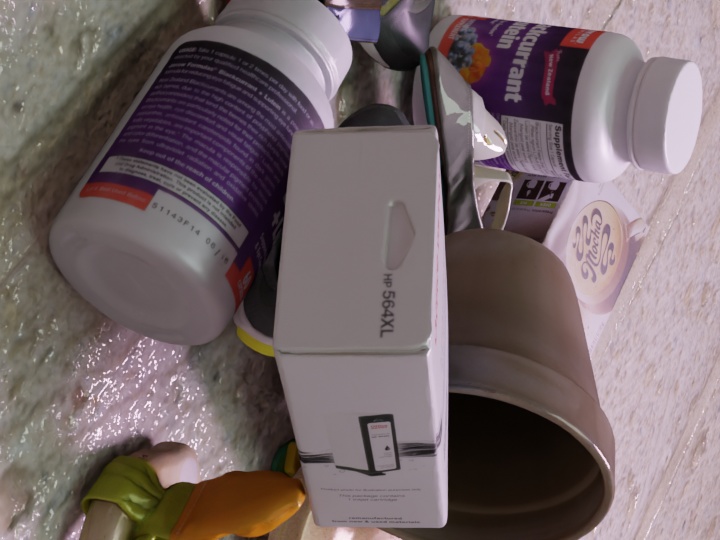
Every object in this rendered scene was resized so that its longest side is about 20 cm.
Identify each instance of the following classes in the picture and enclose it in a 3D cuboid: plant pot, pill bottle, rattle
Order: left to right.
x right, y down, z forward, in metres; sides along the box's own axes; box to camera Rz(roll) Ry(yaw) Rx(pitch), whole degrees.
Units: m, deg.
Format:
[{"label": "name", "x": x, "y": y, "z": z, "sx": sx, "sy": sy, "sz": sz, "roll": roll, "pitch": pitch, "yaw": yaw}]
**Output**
[{"label": "rattle", "x": -0.094, "y": 0.212, "z": 1.012, "sx": 0.130, "sy": 0.142, "sz": 0.202, "roll": -39, "pitch": 130, "yaw": -78}, {"label": "pill bottle", "x": -0.082, "y": -0.067, "z": 0.948, "sx": 0.201, "sy": 0.111, "sz": 0.112, "roll": -61, "pitch": 148, "yaw": -29}, {"label": "plant pot", "x": 0.084, "y": 0.073, "z": 1.154, "sx": 0.201, "sy": 0.198, "sz": 0.174, "roll": 70, "pitch": 26, "yaw": -46}, {"label": "pill bottle", "x": 0.150, "y": -0.128, "z": 1.258, "sx": 0.111, "sy": 0.199, "sz": 0.112, "roll": -32, "pitch": 128, "yaw": -55}]

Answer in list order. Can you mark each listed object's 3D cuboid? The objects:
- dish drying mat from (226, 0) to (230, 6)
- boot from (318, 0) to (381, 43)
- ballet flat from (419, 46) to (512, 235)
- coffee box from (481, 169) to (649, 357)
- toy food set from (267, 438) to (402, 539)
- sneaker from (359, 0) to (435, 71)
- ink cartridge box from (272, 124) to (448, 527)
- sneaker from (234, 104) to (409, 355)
[{"label": "dish drying mat", "x": -0.063, "y": -0.155, "z": 1.055, "sx": 0.077, "sy": 0.018, "sz": 0.202, "roll": -21, "pitch": 119, "yaw": -60}, {"label": "boot", "x": -0.027, "y": -0.182, "z": 1.013, "sx": 0.200, "sy": 0.074, "sz": 0.098, "roll": -22, "pitch": 117, "yaw": -60}, {"label": "ballet flat", "x": 0.079, "y": -0.080, "z": 1.219, "sx": 0.068, "sy": 0.063, "sz": 0.201, "roll": -97, "pitch": -179, "yaw": -51}, {"label": "coffee box", "x": 0.139, "y": 0.016, "z": 1.334, "sx": 0.113, "sy": 0.079, "sz": 0.201, "roll": 44, "pitch": 65, "yaw": -38}, {"label": "toy food set", "x": 0.005, "y": 0.212, "z": 1.210, "sx": 0.199, "sy": 0.048, "sz": 0.200, "roll": 21, "pitch": 73, "yaw": -38}, {"label": "sneaker", "x": 0.036, "y": -0.229, "z": 1.144, "sx": 0.074, "sy": 0.084, "sz": 0.201, "roll": -43, "pitch": 137, "yaw": -47}, {"label": "ink cartridge box", "x": 0.006, "y": 0.036, "z": 0.931, "sx": 0.201, "sy": 0.084, "sz": 0.147, "roll": 81, "pitch": 10, "yaw": -55}, {"label": "sneaker", "x": -0.013, "y": -0.036, "z": 1.090, "sx": 0.201, "sy": 0.074, "sz": 0.085, "roll": -63, "pitch": 177, "yaw": -28}]
